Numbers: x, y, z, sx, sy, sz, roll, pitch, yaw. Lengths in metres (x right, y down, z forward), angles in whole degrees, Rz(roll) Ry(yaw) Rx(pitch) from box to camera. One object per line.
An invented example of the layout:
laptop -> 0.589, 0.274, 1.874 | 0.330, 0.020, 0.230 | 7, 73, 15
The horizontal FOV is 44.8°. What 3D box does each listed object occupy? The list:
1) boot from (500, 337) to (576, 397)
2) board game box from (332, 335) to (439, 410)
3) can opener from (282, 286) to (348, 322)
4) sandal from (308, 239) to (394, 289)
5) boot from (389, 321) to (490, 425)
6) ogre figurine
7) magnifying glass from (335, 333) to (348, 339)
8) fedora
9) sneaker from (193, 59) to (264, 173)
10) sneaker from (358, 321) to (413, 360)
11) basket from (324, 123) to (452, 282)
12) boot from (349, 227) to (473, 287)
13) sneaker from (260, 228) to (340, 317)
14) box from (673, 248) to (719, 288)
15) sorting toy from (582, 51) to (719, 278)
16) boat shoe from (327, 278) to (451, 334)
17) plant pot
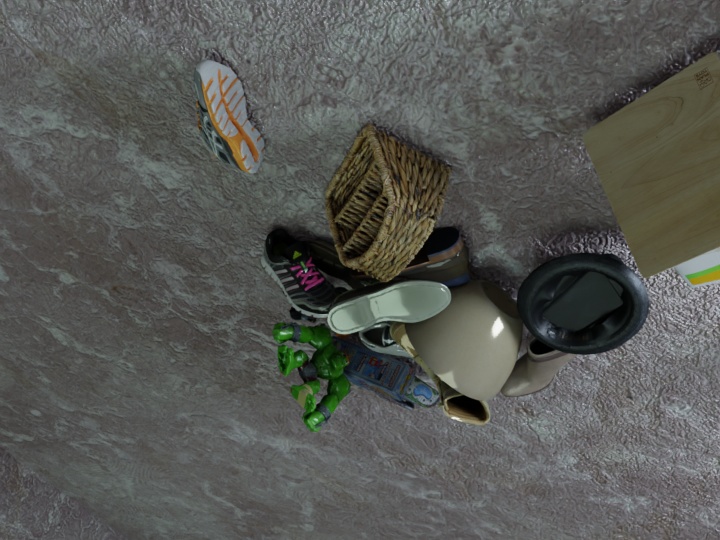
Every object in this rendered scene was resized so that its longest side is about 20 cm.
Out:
boot -> 0.303, 0.143, 1.460 | 0.199, 0.071, 0.146 | -37, 156, 11
board game box -> 0.052, 0.211, 1.682 | 0.200, 0.062, 0.199 | 36, 166, -30
can opener -> -0.080, 0.061, 1.581 | 0.078, 0.064, 0.200 | 31, 164, -26
sandal -> 0.000, 0.000, 1.509 | 0.199, 0.055, 0.082 | 30, 141, 12
boot -> 0.136, 0.170, 1.485 | 0.200, 0.156, 0.073 | 38, 110, -15
ogre figurine -> -0.084, 0.180, 1.615 | 0.201, 0.119, 0.098 | 57, 139, 11
magnifying glass -> 0.002, 0.081, 1.639 | 0.079, 0.023, 0.200 | 27, 146, -11
fedora -> 0.340, 0.033, 1.331 | 0.199, 0.092, 0.202 | 11, 129, 14
sneaker -> -0.208, -0.222, 1.286 | 0.077, 0.079, 0.201 | 14, 145, 25
sneaker -> 0.095, 0.128, 1.586 | 0.198, 0.077, 0.080 | 0, 167, 19
basket -> 0.021, -0.086, 1.295 | 0.148, 0.143, 0.200 | 26, 145, -10
boot -> 0.086, 0.003, 1.424 | 0.199, 0.075, 0.097 | -15, 132, 24
sneaker -> -0.104, 0.000, 1.485 | 0.200, 0.073, 0.088 | 44, 149, 32
box -> 0.494, -0.069, 1.110 | 0.199, 0.113, 0.101 | -18, 132, 41
sorting toy -> 0.394, -0.121, 1.040 | 0.069, 0.200, 0.200 | -13, 168, -40
boat shoe -> 0.044, 0.048, 1.405 | 0.199, 0.061, 0.072 | -12, 111, 4
plant pot -> 0.190, 0.094, 1.442 | 0.200, 0.201, 0.135 | 32, 115, -17
